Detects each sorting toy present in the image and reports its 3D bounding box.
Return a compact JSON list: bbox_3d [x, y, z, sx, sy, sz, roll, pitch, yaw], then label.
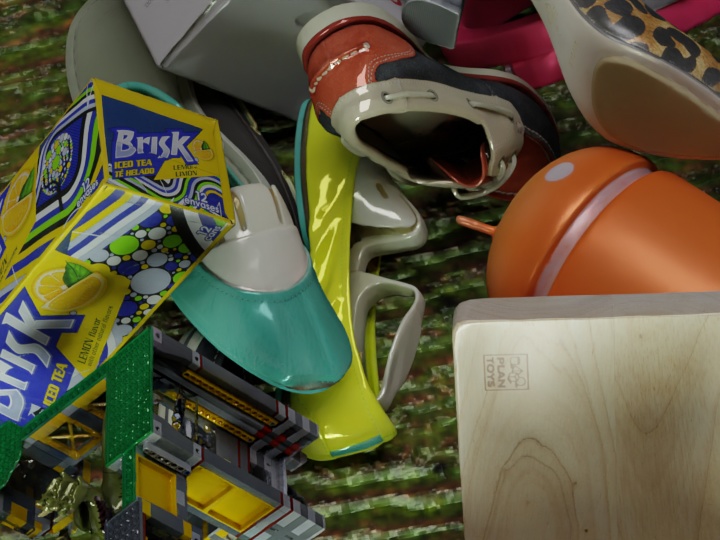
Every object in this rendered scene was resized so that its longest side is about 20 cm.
[{"bbox_3d":[0.144,0.088,0.970,0.197,0.201,0.070,-2,29,5],"label":"sorting toy"}]

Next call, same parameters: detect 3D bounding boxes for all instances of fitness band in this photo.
[{"bbox_3d":[0.134,-0.154,1.175,0.199,0.038,0.144,-18,24,24],"label":"fitness band"}]

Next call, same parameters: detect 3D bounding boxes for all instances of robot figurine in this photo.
[{"bbox_3d":[0.142,0.017,1.061,0.200,0.117,0.144,35,79,25],"label":"robot figurine"}]

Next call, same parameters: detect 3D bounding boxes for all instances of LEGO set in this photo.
[{"bbox_3d":[-0.082,0.131,0.921,0.154,0.116,0.201,-43,35,22],"label":"LEGO set"}]

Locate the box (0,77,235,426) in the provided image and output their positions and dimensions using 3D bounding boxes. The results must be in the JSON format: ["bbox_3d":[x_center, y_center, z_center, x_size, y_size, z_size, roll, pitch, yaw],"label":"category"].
[{"bbox_3d":[-0.141,0.003,1.030,0.070,0.200,0.065,16,45,-32],"label":"box"}]

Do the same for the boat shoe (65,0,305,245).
[{"bbox_3d":[-0.093,-0.069,1.169,0.072,0.061,0.202,-41,55,12],"label":"boat shoe"}]

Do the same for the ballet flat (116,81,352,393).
[{"bbox_3d":[-0.072,-0.024,1.053,0.067,0.071,0.200,-19,48,-34],"label":"ballet flat"}]

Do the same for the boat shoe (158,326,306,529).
[{"bbox_3d":[-0.054,0.115,1.018,0.062,0.075,0.201,-14,59,15],"label":"boat shoe"}]

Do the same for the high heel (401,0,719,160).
[{"bbox_3d":[0.130,-0.138,1.077,0.199,0.072,0.143,24,55,0],"label":"high heel"}]

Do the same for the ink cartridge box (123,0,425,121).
[{"bbox_3d":[-0.070,-0.183,1.190,0.084,0.144,0.201,-45,53,23],"label":"ink cartridge box"}]

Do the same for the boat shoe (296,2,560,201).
[{"bbox_3d":[0.042,-0.068,1.097,0.071,0.200,0.063,-37,56,20],"label":"boat shoe"}]

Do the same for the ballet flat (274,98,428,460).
[{"bbox_3d":[0.000,0.000,1.102,0.067,0.067,0.201,-5,61,18],"label":"ballet flat"}]
